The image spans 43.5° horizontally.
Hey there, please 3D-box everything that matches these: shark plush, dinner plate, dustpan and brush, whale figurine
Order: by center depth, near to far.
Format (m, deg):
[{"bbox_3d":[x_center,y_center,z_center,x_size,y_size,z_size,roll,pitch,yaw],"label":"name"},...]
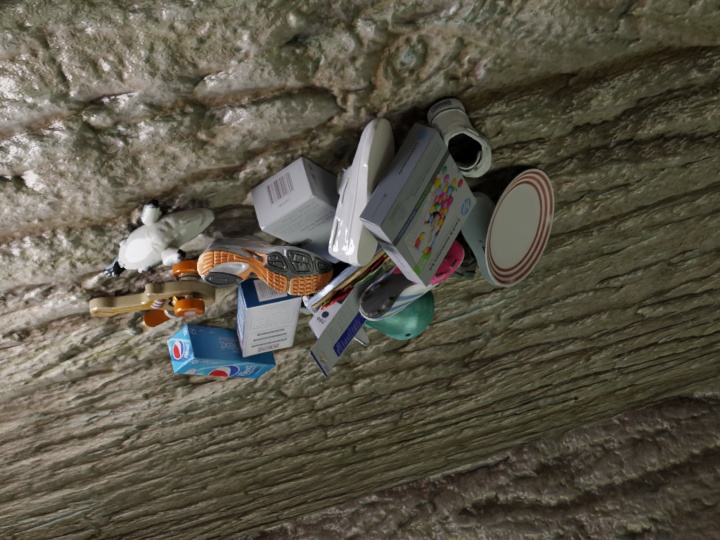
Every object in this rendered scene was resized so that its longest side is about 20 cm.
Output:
[{"bbox_3d":[-0.293,-0.027,1.290,0.200,0.091,0.083,-41,177,30],"label":"shark plush"},{"bbox_3d":[0.260,-0.072,1.500,0.199,0.024,0.202,-26,126,-42],"label":"dinner plate"},{"bbox_3d":[-0.064,0.077,1.585,0.057,0.139,0.201,-55,156,-22],"label":"dustpan and brush"},{"bbox_3d":[0.047,0.076,1.675,0.198,0.105,0.159,1,149,-30],"label":"whale figurine"}]

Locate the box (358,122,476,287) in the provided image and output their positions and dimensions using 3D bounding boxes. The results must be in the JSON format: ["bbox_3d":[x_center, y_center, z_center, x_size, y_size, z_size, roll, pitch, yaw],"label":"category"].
[{"bbox_3d":[0.086,-0.087,1.270,0.157,0.041,0.200,-59,149,-11],"label":"box"}]

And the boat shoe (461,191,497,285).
[{"bbox_3d":[0.223,-0.074,1.550,0.070,0.091,0.201,2,135,26],"label":"boat shoe"}]

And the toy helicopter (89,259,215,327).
[{"bbox_3d":[-0.327,0.048,1.429,0.198,0.080,0.132,-7,163,1],"label":"toy helicopter"}]

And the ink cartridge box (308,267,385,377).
[{"bbox_3d":[-0.027,0.072,1.508,0.201,0.039,0.100,-54,150,-19],"label":"ink cartridge box"}]

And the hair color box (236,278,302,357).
[{"bbox_3d":[-0.164,0.077,1.583,0.099,0.061,0.201,-11,153,-15],"label":"hair color box"}]

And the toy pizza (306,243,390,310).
[{"bbox_3d":[0.000,0.000,1.391,0.200,0.032,0.200,-39,-179,1],"label":"toy pizza"}]

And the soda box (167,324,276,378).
[{"bbox_3d":[-0.254,0.152,1.663,0.064,0.068,0.199,-36,150,32],"label":"soda box"}]

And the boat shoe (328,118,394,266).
[{"bbox_3d":[-0.003,-0.110,1.236,0.068,0.202,0.072,14,-166,30],"label":"boat shoe"}]

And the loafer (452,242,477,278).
[{"bbox_3d":[0.168,-0.027,1.577,0.063,0.071,0.200,-61,163,8],"label":"loafer"}]

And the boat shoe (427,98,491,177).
[{"bbox_3d":[0.147,-0.170,1.299,0.073,0.066,0.200,-27,153,17],"label":"boat shoe"}]

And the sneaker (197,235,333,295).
[{"bbox_3d":[-0.139,-0.021,1.348,0.198,0.092,0.076,7,118,-5],"label":"sneaker"}]

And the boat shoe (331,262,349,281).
[{"bbox_3d":[-0.068,0.017,1.528,0.076,0.072,0.199,-18,158,29],"label":"boat shoe"}]

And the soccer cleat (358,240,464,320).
[{"bbox_3d":[0.083,0.013,1.481,0.199,0.070,0.086,-33,168,9],"label":"soccer cleat"}]

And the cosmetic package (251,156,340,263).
[{"bbox_3d":[-0.059,-0.083,1.324,0.101,0.075,0.199,-29,151,23],"label":"cosmetic package"}]

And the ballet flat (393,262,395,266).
[{"bbox_3d":[0.094,-0.055,1.502,0.069,0.070,0.201,-15,154,-8],"label":"ballet flat"}]
